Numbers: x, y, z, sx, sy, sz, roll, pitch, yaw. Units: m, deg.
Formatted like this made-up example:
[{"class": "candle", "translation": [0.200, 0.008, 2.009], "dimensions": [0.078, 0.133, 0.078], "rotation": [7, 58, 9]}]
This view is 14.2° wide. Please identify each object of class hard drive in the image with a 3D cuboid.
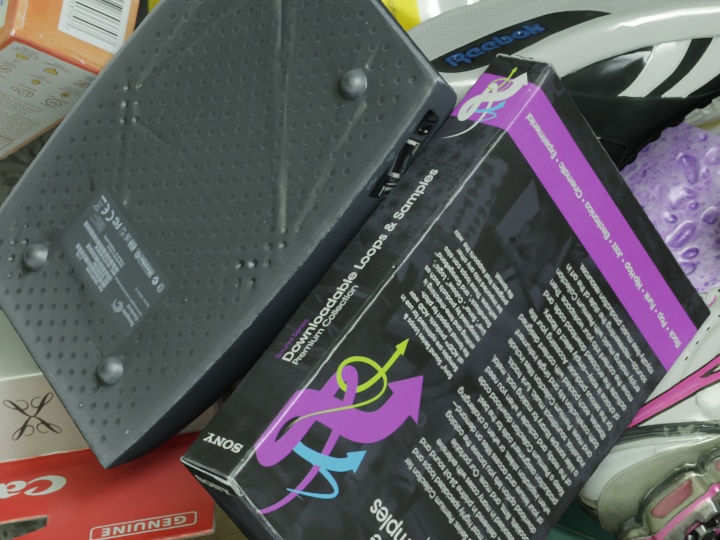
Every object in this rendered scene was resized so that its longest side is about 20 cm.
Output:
[{"class": "hard drive", "translation": [-0.055, -0.033, 1.106], "dimensions": [0.200, 0.042, 0.135], "rotation": [-49, 55, 17]}]

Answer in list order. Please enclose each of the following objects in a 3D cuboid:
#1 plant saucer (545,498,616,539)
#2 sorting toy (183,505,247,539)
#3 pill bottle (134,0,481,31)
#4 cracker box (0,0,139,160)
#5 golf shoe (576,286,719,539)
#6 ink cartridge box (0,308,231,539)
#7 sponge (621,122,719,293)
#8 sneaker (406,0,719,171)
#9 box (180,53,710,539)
[{"class": "plant saucer", "translation": [0.117, 0.095, 1.188], "dimensions": [0.199, 0.019, 0.070], "rotation": [20, 69, 17]}, {"class": "sorting toy", "translation": [-0.029, 0.162, 1.138], "dimensions": [0.199, 0.070, 0.199], "rotation": [-33, 66, -2]}, {"class": "pill bottle", "translation": [-0.004, -0.095, 1.226], "dimensions": [0.199, 0.114, 0.115], "rotation": [-12, 64, 11]}, {"class": "cracker box", "translation": [-0.159, -0.117, 1.232], "dimensions": [0.057, 0.200, 0.135], "rotation": [22, 64, -29]}, {"class": "golf shoe", "translation": [0.166, 0.031, 1.145], "dimensions": [0.200, 0.073, 0.092], "rotation": [-37, 68, -4]}, {"class": "ink cartridge box", "translation": [-0.153, 0.063, 1.169], "dimensions": [0.199, 0.045, 0.176], "rotation": [-10, 22, 3]}, {"class": "sponge", "translation": [0.151, 0.002, 1.218], "dimensions": [0.199, 0.030, 0.112], "rotation": [23, 71, 17]}, {"class": "sneaker", "translation": [0.106, -0.067, 1.154], "dimensions": [0.199, 0.112, 0.073], "rotation": [-17, 39, -15]}, {"class": "box", "translation": [0.036, 0.041, 1.070], "dimensions": [0.036, 0.143, 0.200], "rotation": [15, 60, 47]}]
